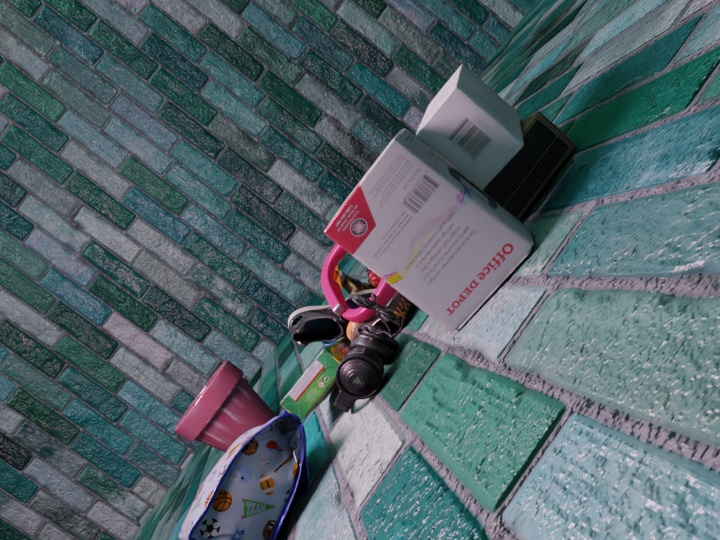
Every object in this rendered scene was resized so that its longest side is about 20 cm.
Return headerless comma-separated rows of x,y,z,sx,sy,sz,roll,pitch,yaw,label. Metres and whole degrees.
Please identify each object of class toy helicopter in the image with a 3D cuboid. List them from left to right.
-0.010,0.038,1.289,0.079,0.132,0.200,-54,7,4,toy helicopter

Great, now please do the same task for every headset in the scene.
-0.001,0.118,0.945,0.200,0.094,0.124,-62,-2,42,headset

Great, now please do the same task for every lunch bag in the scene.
-0.150,0.299,0.909,0.200,0.124,0.170,-65,10,-28,lunch bag

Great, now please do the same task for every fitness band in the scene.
0.000,0.000,1.081,0.144,0.037,0.200,-46,33,11,fitness band

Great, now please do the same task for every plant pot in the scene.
-0.307,0.344,1.549,0.200,0.179,0.200,-51,6,7,plant pot

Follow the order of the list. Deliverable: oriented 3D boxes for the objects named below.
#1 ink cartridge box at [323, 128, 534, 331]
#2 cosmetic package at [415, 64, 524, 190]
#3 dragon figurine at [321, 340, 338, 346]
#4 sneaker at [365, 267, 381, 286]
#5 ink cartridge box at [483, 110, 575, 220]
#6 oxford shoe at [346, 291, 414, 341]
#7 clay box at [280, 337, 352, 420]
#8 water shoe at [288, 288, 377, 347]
0.081,-0.048,0.782,0.148,0.200,0.086,-50,6,22,ink cartridge box
0.146,-0.195,0.863,0.081,0.113,0.200,-48,7,24,cosmetic package
-0.038,0.136,1.285,0.100,0.059,0.200,-53,7,-3,dragon figurine
0.093,-0.030,1.248,0.200,0.079,0.096,-33,13,45,sneaker
0.196,-0.124,0.941,0.165,0.075,0.200,-51,5,-2,ink cartridge box
0.063,0.055,1.050,0.200,0.071,0.073,-52,30,7,oxford shoe
-0.057,0.173,1.094,0.115,0.048,0.200,-51,-7,6,clay box
-0.022,0.089,1.119,0.199,0.072,0.079,-15,24,-5,water shoe
